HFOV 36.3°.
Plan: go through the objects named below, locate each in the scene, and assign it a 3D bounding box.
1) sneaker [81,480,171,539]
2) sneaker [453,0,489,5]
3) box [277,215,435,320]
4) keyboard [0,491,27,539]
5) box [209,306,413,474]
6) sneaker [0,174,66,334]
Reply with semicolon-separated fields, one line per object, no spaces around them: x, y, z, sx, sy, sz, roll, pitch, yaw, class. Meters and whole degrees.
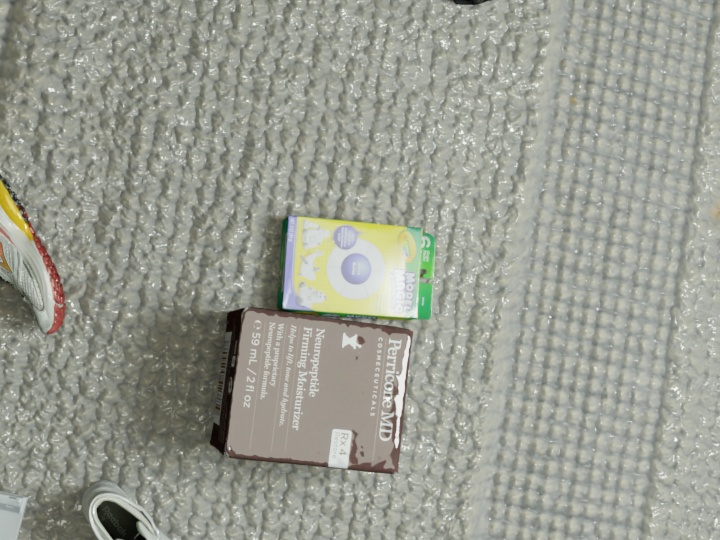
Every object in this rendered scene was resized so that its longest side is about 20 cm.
-0.241;0.326;1.244;0.074;0.115;0.200;-45;97;-14;sneaker
0.110;-0.429;1.409;0.114;0.076;0.201;-32;98;-20;sneaker
0.000;0.000;1.363;0.198;0.048;0.119;4;85;-15;box
-0.483;0.264;1.247;0.198;0.011;0.057;15;87;-11;keyboard
-0.061;0.137;1.276;0.198;0.164;0.168;8;84;-13;box
-0.402;-0.013;1.260;0.082;0.078;0.201;-30;83;-10;sneaker
